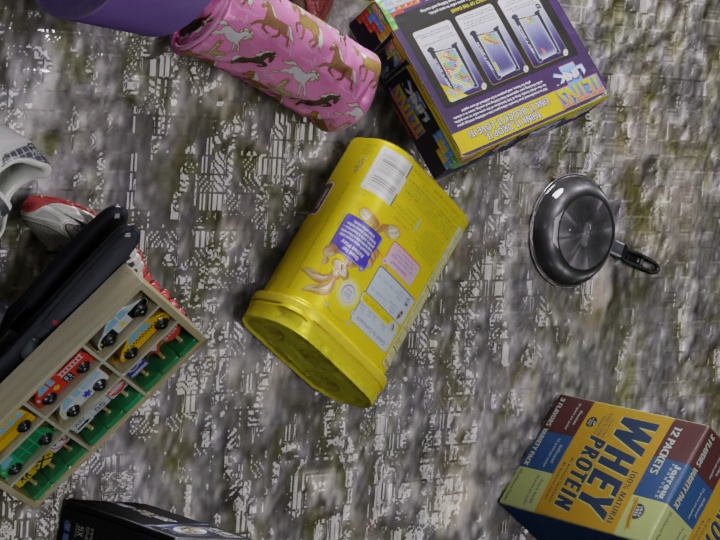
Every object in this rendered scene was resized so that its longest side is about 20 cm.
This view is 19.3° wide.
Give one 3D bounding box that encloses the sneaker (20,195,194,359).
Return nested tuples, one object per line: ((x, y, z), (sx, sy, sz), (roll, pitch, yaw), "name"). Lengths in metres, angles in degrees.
((-0.213, 0.017, 1.727), (0.082, 0.078, 0.200), (-50, 124, -22), "sneaker")

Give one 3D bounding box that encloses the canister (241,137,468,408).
((0.000, 0.000, 1.903), (0.149, 0.086, 0.200), (44, 67, -36), "canister")

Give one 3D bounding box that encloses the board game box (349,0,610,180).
((0.111, -0.193, 1.945), (0.200, 0.057, 0.166), (-24, 83, -36), "board game box")

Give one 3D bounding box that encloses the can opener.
((-0.248, 0.029, 1.660), (0.200, 0.063, 0.079), (-39, 145, 10), "can opener")

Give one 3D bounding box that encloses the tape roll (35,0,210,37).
((-0.179, -0.285, 1.631), (0.085, 0.200, 0.201), (6, 92, -42), "tape roll")

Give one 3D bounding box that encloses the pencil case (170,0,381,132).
((-0.072, -0.187, 1.812), (0.200, 0.086, 0.083), (25, 83, -41), "pencil case")

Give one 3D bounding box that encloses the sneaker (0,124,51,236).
((-0.322, -0.033, 1.608), (0.200, 0.080, 0.076), (-54, 168, -19), "sneaker")

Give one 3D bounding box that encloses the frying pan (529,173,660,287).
((0.238, -0.016, 2.147), (0.190, 0.031, 0.115), (47, 68, -32), "frying pan")

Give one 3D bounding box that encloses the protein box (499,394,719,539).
((0.288, 0.245, 2.111), (0.199, 0.200, 0.135), (45, 67, -35), "protein box")

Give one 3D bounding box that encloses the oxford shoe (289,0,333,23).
((-0.069, -0.291, 1.821), (0.071, 0.074, 0.201), (-67, 152, -43), "oxford shoe")

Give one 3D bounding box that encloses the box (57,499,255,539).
((-0.181, 0.301, 1.739), (0.086, 0.163, 0.201), (9, 91, -41), "box")

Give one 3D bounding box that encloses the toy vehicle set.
((-0.224, 0.094, 1.685), (0.200, 0.027, 0.124), (-45, 149, 0), "toy vehicle set")
